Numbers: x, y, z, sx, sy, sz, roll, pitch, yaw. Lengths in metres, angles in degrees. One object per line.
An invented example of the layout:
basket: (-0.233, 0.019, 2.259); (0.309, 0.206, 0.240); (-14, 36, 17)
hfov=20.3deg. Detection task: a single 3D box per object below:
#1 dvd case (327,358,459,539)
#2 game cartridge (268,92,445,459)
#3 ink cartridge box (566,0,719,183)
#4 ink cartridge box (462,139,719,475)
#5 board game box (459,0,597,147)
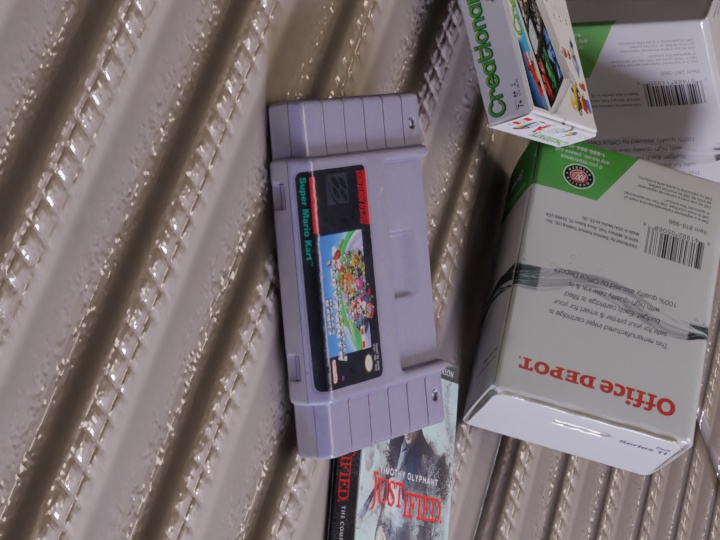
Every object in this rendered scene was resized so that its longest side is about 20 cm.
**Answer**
dvd case: (0.020, 0.147, 1.250); (0.146, 0.022, 0.201); (26, 65, -63)
game cartridge: (0.000, 0.000, 1.164); (0.129, 0.038, 0.201); (-13, 99, -60)
ink cartridge box: (0.214, -0.126, 1.515); (0.085, 0.145, 0.201); (-66, 147, -43)
ink cartridge box: (0.163, 0.024, 1.393); (0.083, 0.146, 0.201); (121, -16, -64)
board game box: (0.100, -0.187, 1.339); (0.126, 0.034, 0.201); (7, 69, -63)
